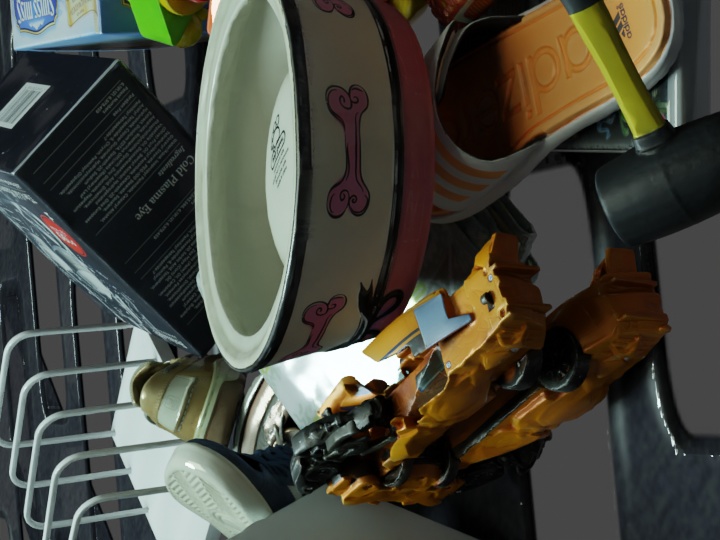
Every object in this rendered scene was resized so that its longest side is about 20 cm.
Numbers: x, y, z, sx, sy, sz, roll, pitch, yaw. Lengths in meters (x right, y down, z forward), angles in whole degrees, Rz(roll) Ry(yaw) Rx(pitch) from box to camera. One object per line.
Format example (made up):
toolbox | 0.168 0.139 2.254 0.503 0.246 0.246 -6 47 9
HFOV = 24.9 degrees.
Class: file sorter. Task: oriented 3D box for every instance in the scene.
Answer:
file sorter | -0.202 0.153 1.290 0.200 0.124 0.139 56 141 42

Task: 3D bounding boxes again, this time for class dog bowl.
dog bowl | -0.025 -0.050 0.803 0.200 0.073 0.201 180 90 -72

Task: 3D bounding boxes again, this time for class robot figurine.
robot figurine | 0.051 0.058 0.795 0.200 0.145 0.058 -44 49 44

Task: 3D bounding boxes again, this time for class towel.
towel | 0.000 0.000 0.913 0.171 0.048 0.200 52 127 27

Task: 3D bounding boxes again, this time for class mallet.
mallet | 0.104 -0.105 0.664 0.201 0.066 0.041 66 -158 -20

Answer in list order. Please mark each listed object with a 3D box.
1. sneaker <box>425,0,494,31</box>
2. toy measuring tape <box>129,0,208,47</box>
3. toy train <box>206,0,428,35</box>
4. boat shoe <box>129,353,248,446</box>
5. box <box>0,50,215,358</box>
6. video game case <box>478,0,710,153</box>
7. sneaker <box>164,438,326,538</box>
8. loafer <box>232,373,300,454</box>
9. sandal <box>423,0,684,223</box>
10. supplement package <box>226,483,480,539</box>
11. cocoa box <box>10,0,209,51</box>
sneaker | 0.067 -0.160 0.765 0.073 0.077 0.200 67 168 -8
toy measuring tape | -0.124 -0.220 0.986 0.074 0.073 0.200 57 167 42
toy train | -0.030 -0.183 0.913 0.150 0.056 0.201 29 128 16
boat shoe | -0.119 0.083 1.112 0.200 0.076 0.072 128 159 -81
box | -0.172 -0.050 1.127 0.104 0.182 0.200 -50 26 -12
video game case | 0.103 -0.157 0.780 0.182 0.023 0.201 9 101 62
sneaker | -0.045 0.124 0.952 0.075 0.200 0.085 23 73 27
loafer | -0.028 0.082 1.017 0.063 0.072 0.201 46 131 40
sandal | 0.062 -0.087 0.759 0.207 0.059 0.080 -34 64 51
supplement package | -0.007 0.246 0.857 0.150 0.152 0.201 18 112 30
cocoa box | -0.159 -0.224 1.144 0.200 0.133 0.132 8 102 61
